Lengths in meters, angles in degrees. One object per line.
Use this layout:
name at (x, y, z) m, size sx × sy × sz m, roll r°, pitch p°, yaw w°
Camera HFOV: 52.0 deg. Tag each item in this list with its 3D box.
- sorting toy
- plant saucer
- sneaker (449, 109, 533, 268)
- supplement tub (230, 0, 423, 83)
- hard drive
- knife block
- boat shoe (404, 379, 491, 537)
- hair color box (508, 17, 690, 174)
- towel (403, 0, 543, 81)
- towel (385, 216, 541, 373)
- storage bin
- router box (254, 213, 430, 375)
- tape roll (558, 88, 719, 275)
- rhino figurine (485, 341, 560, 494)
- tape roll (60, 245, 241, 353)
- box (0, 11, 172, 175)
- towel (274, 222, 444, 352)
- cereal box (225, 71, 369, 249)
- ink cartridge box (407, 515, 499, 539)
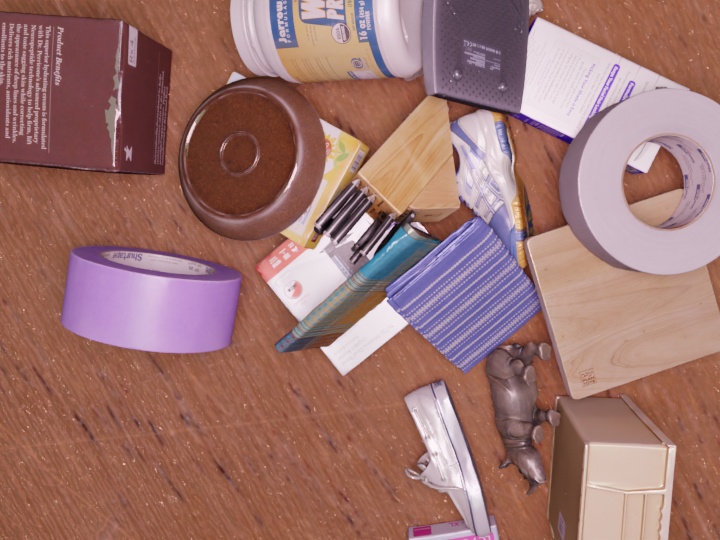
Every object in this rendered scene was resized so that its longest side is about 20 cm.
sorting toy at (0.312, 0.026, 0.899) m, size 0.199 × 0.070 × 0.200 m, roll -18°, pitch 94°, yaw -3°
plant saucer at (-0.139, -0.136, 0.882) m, size 0.199 × 0.034 × 0.201 m, roll -1°, pitch 87°, yaw 19°
sneaker at (0.157, -0.096, 0.915) m, size 0.088 × 0.075 × 0.201 m, roll -12°, pitch 93°, yaw 22°
supplement tub at (-0.031, -0.290, 0.842) m, size 0.199 × 0.145 × 0.145 m, roll 2°, pitch 97°, yaw 22°
hard drive at (0.128, -0.282, 0.831) m, size 0.134 × 0.042 × 0.201 m, roll 5°, pitch 86°, yaw -30°
knife block at (0.021, -0.109, 0.861) m, size 0.175 × 0.064 × 0.201 m, roll -1°, pitch 79°, yaw -19°
boat shoe at (0.101, 0.248, 0.944) m, size 0.086 × 0.075 × 0.203 m, roll -19°, pitch 90°, yaw 8°
hair color box at (0.273, -0.207, 0.890) m, size 0.199 × 0.065 × 0.110 m, roll 26°, pitch 97°, yaw 2°
towel at (0.109, -0.331, 0.903) m, size 0.199 × 0.034 × 0.133 m, roll -25°, pitch 96°, yaw 7°
towel at (0.130, 0.034, 0.890) m, size 0.145 × 0.024 × 0.200 m, roll -41°, pitch 132°, yaw 6°
storage bin at (0.285, 0.266, 0.870) m, size 0.093 × 0.200 × 0.200 m, roll 3°, pitch 96°, yaw 5°
router box at (0.000, 0.000, 0.937) m, size 0.200 × 0.049 × 0.180 m, roll -40°, pitch 92°, yaw 7°
tape roll at (0.329, -0.097, 0.825) m, size 0.199 × 0.066 × 0.201 m, roll 0°, pitch 93°, yaw -3°
rhino figurine at (0.203, 0.186, 0.930) m, size 0.060 × 0.087 × 0.201 m, roll -12°, pitch 98°, yaw -32°
tape roll at (-0.247, 0.031, 0.882) m, size 0.199 × 0.200 × 0.085 m, roll 12°, pitch 97°, yaw 3°
box at (-0.350, -0.204, 0.882) m, size 0.199 × 0.164 × 0.167 m, roll 6°, pitch 96°, yaw 3°
towel at (0.003, 0.023, 0.836) m, size 0.200 × 0.147 × 0.022 m, roll -41°, pitch 74°, yaw 13°
cereal box at (-0.107, -0.136, 0.910) m, size 0.200 × 0.040 × 0.144 m, roll 32°, pitch 97°, yaw 18°
ink cartridge box at (0.139, 0.434, 0.980) m, size 0.119 × 0.042 × 0.201 m, roll -11°, pitch 97°, yaw 5°
